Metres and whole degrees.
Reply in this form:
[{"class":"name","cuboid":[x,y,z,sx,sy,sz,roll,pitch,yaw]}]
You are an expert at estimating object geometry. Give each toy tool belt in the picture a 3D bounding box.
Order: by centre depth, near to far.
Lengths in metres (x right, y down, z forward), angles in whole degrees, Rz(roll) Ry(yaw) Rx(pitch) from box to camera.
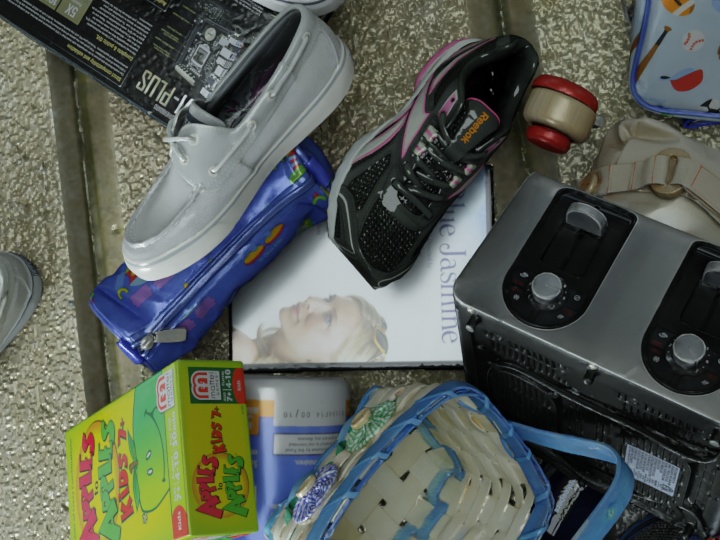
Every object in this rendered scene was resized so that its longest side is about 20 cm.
[{"class":"toy tool belt","cuboid":[0.179,-0.030,0.730,0.197,0.125,0.125,25,90,-4]}]

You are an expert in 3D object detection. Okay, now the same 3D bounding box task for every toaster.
[{"class":"toaster","cuboid":[0.158,0.058,0.662,0.179,0.201,0.119,25,65,23]}]

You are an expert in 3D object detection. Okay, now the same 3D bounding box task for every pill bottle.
[{"class":"pill bottle","cuboid":[-0.063,0.174,0.758,0.110,0.112,0.204,1,85,8]}]

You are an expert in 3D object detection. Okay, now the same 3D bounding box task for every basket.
[{"class":"basket","cuboid":[0.042,0.157,0.636,0.177,0.199,0.140,-50,122,-18]}]

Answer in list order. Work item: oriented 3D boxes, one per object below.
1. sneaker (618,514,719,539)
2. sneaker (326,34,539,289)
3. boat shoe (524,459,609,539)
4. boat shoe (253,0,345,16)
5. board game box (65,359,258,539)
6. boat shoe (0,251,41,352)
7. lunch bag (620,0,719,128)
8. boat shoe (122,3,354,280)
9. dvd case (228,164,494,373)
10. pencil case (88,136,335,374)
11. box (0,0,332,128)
[{"class":"sneaker","cuboid":[0.242,0.182,0.729,0.198,0.078,0.076,-28,82,5]},{"class":"sneaker","cuboid":[0.050,-0.084,0.737,0.080,0.086,0.202,35,71,-19]},{"class":"boat shoe","cuboid":[0.122,0.202,0.755,0.074,0.062,0.203,23,91,8]},{"class":"boat shoe","cuboid":[-0.087,-0.244,0.729,0.072,0.066,0.200,-45,81,2]},{"class":"board game box","cuboid":[-0.136,0.134,0.731,0.047,0.199,0.104,4,69,-34]},{"class":"boat shoe","cuboid":[-0.311,0.075,0.815,0.074,0.086,0.203,36,91,9]},{"class":"lunch bag","cuboid":[0.269,-0.167,0.729,0.196,0.076,0.163,8,127,11]},{"class":"boat shoe","cuboid":[-0.088,-0.083,0.710,0.200,0.069,0.072,-43,46,3]},{"class":"dvd case","cuboid":[0.000,0.000,0.809,0.196,0.018,0.146,-2,85,8]},{"class":"pencil case","cuboid":[-0.098,-0.013,0.771,0.200,0.087,0.078,-43,115,2]},{"class":"box","cuboid":[-0.136,-0.197,0.809,0.198,0.086,0.165,32,90,9]}]
